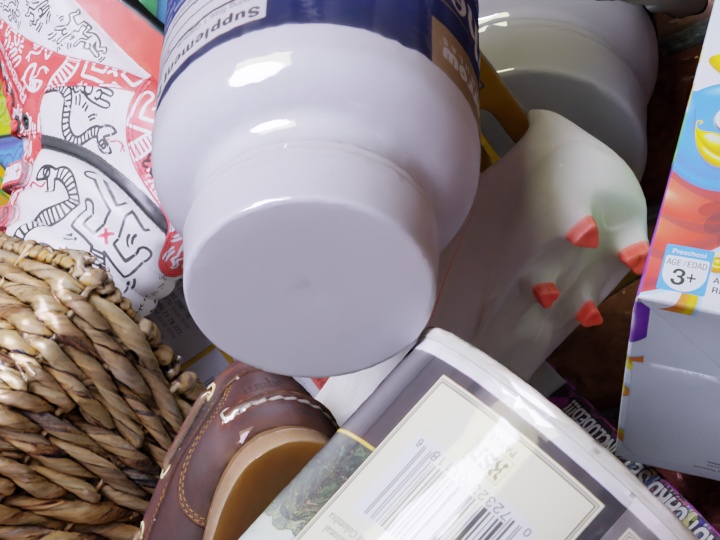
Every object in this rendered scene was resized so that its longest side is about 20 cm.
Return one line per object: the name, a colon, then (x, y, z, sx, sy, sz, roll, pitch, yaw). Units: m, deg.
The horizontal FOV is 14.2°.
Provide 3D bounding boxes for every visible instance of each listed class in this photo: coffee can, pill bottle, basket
coffee can: (0.009, 0.140, 0.934, 0.200, 0.146, 0.146, -47, 37, -7)
pill bottle: (0.068, -0.115, 1.226, 0.114, 0.114, 0.200, -23, 40, 22)
basket: (-0.168, 0.073, 1.100, 0.200, 0.143, 0.149, 14, 60, 42)
pill bottle: (-0.014, -0.063, 0.990, 0.111, 0.111, 0.200, -23, 39, 22)

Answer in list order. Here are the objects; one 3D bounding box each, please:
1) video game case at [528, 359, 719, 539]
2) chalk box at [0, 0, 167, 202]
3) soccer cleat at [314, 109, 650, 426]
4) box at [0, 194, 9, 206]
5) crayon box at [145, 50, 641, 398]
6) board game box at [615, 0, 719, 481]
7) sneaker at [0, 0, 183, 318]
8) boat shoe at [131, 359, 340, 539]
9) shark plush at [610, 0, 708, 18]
video game case: (0.050, 0.141, 1.046, 0.181, 0.036, 0.200, -42, 37, 0)
chalk box: (-0.072, -0.080, 1.239, 0.200, 0.125, 0.124, -4, 79, 57)
soccer cleat: (0.029, 0.029, 1.070, 0.200, 0.069, 0.078, -48, 41, 15)
box: (-0.203, 0.007, 1.233, 0.119, 0.200, 0.041, -56, 0, 21)
crayon box: (0.000, 0.000, 1.135, 0.200, 0.126, 0.052, -35, 6, 21)
board game box: (0.165, -0.030, 1.035, 0.105, 0.103, 0.200, 12, 55, 9)
sneaker: (-0.122, -0.064, 1.126, 0.201, 0.067, 0.108, 40, 96, 35)
boat shoe: (-0.056, 0.127, 1.042, 0.200, 0.070, 0.070, -66, 31, 20)
shark plush: (0.103, -0.144, 1.129, 0.200, 0.083, 0.091, -12, -5, -38)
